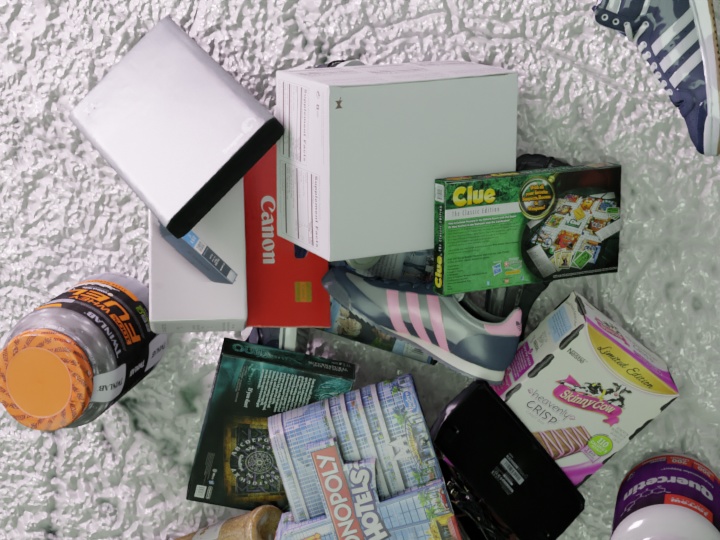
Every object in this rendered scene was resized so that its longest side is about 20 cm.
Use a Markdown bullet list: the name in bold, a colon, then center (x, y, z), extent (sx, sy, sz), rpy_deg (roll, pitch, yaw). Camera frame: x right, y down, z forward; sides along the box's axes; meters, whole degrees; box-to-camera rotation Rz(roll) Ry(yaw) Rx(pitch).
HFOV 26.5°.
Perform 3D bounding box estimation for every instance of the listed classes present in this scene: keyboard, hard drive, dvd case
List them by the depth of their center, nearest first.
- **hard drive**: center (-0.174, -0.136, 1.424), extent (0.140, 0.033, 0.200), rpy_deg (-45, 52, -1)
- **keyboard**: center (0.127, 0.195, 1.458), extent (0.104, 0.040, 0.200), rpy_deg (-44, 118, -8)
- **dvd case**: center (0.000, 0.000, 1.537), extent (0.198, 0.018, 0.144), rpy_deg (17, 106, 10)

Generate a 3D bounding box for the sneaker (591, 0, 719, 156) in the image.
- **sneaker**: center (0.271, -0.199, 1.392), extent (0.107, 0.070, 0.203), rpy_deg (-8, 95, 10)

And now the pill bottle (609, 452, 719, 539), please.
- **pill bottle**: center (0.290, 0.254, 1.432), extent (0.111, 0.200, 0.114), rpy_deg (3, 105, 12)

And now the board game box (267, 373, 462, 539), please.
- **board game box**: center (-0.014, 0.227, 1.465), extent (0.198, 0.062, 0.202), rpy_deg (-18, 100, 1)

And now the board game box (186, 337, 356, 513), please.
- **board game box**: center (-0.091, 0.163, 1.524), extent (0.134, 0.028, 0.202), rpy_deg (12, 125, -8)

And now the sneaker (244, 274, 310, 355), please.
- **sneaker**: center (-0.094, 0.090, 1.539), extent (0.078, 0.079, 0.202), rpy_deg (11, 117, 9)

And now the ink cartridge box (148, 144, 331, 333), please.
- **ink cartridge box**: center (-0.116, -0.044, 1.466), extent (0.174, 0.045, 0.203), rpy_deg (-1, 74, -7)

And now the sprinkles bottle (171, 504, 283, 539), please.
- **sprinkles bottle**: center (-0.157, 0.301, 1.593), extent (0.199, 0.068, 0.069), rpy_deg (-24, 97, 37)

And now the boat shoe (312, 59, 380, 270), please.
- **boat shoe**: center (-0.015, -0.102, 1.487), extent (0.060, 0.075, 0.203), rpy_deg (3, 96, 47)

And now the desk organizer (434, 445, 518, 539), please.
- **desk organizer**: center (0.111, 0.270, 1.545), extent (0.071, 0.077, 0.201), rpy_deg (-27, 96, 18)

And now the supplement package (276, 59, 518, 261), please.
- **supplement package**: center (0.033, -0.105, 1.400), extent (0.198, 0.111, 0.158), rpy_deg (-7, 106, -27)

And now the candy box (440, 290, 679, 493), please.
- **candy box**: center (0.189, 0.135, 1.477), extent (0.136, 0.061, 0.200), rpy_deg (35, 111, -23)

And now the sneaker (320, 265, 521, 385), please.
- **sneaker**: center (0.061, 0.029, 1.449), extent (0.198, 0.070, 0.083), rpy_deg (27, 104, 5)

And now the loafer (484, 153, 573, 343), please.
- **loafer**: center (0.164, -0.010, 1.467), extent (0.070, 0.068, 0.203), rpy_deg (13, 103, 17)

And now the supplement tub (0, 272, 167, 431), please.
- **supplement tub**: center (-0.280, 0.082, 1.529), extent (0.121, 0.200, 0.124), rpy_deg (3, 105, 12)

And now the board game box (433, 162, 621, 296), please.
- **board game box**: center (0.156, -0.040, 1.407), extent (0.198, 0.023, 0.106), rpy_deg (-6, 106, -28)
